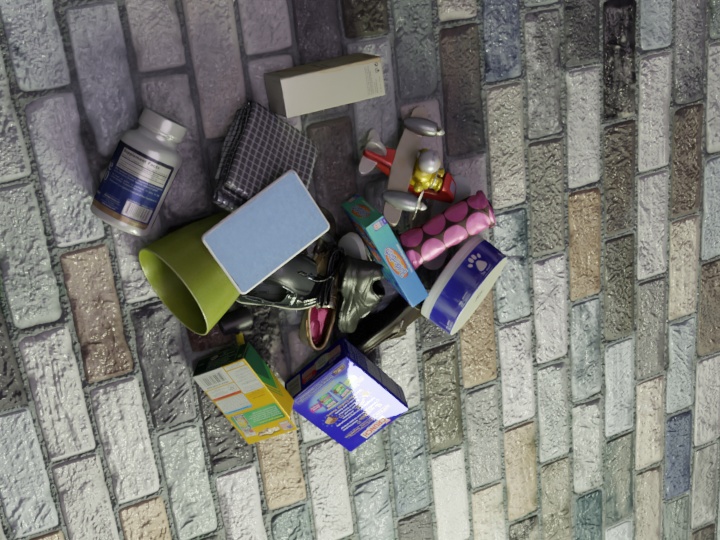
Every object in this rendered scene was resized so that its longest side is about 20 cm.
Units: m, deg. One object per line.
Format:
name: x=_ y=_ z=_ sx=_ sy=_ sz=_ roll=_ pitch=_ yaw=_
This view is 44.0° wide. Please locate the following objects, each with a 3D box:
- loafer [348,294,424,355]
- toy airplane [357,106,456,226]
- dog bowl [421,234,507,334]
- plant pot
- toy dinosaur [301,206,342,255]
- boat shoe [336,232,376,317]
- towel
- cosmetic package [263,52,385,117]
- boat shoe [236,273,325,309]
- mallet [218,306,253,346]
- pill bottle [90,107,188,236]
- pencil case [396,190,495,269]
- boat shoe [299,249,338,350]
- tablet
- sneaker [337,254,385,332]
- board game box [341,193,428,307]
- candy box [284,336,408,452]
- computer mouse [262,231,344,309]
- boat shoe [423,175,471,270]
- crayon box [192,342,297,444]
loafer: x=0.064 y=0.119 z=1.854 sx=0.199 sy=0.073 sz=0.072 roll=-36 pitch=119 yaw=-9
toy airplane: x=0.095 y=-0.205 z=1.719 sx=0.197 sy=0.140 sz=0.203 roll=-23 pitch=93 yaw=-34
dog bowl: x=0.213 y=0.030 z=1.824 sx=0.078 sy=0.200 sz=0.201 roll=36 pitch=90 yaw=13
plant pot: x=-0.265 y=-0.020 z=1.611 sx=0.200 sy=0.186 sz=0.189 roll=-41 pitch=120 yaw=-26
toy dinosaur: x=-0.091 y=-0.084 z=1.710 sx=0.197 sy=0.077 sz=0.104 roll=5 pitch=99 yaw=-29
boat shoe: x=0.000 y=0.000 z=1.780 sx=0.063 sy=0.070 sz=0.202 roll=-37 pitch=139 yaw=-33
towel: x=-0.167 y=-0.182 z=1.593 sx=0.165 sy=0.085 sz=0.203 roll=31 pitch=57 yaw=-32
cosmetic package: x=-0.066 y=-0.340 z=1.625 sx=0.197 sy=0.103 sz=0.074 roll=-17 pitch=112 yaw=-21
boat shoe: x=-0.148 y=0.031 z=1.699 sx=0.196 sy=0.066 sz=0.076 roll=5 pitch=78 yaw=-7
mallet: x=-0.238 y=0.170 z=1.754 sx=0.065 sy=0.041 sz=0.203 roll=-13 pitch=116 yaw=-22
pill bottle: x=-0.375 y=-0.171 z=1.530 sx=0.110 sy=0.111 sz=0.202 roll=23 pitch=96 yaw=-29
pencil case: x=0.171 y=-0.082 z=1.764 sx=0.198 sy=0.094 sz=0.092 roll=-27 pitch=77 yaw=10
boat shoe: x=-0.073 y=0.062 z=1.773 sx=0.073 sy=0.069 sz=0.203 roll=2 pitch=104 yaw=-24
tablet: x=-0.161 y=-0.066 z=1.536 sx=0.199 sy=0.014 sz=0.131 roll=-38 pitch=113 yaw=-9
sneaker: x=0.001 y=0.055 z=1.723 sx=0.089 sy=0.077 sz=0.201 roll=5 pitch=141 yaw=-3
board game box: x=0.047 y=-0.041 z=1.748 sx=0.045 sy=0.152 sz=0.201 roll=-34 pitch=117 yaw=-5
candy box: x=-0.028 y=0.257 z=1.827 sx=0.168 sy=0.077 sz=0.200 roll=-38 pitch=119 yaw=16
computer mouse: x=-0.101 y=-0.020 z=1.641 sx=0.199 sy=0.046 sz=0.142 roll=28 pitch=77 yaw=-41
boat shoe: x=0.178 y=-0.099 z=1.842 sx=0.071 sy=0.068 sz=0.203 roll=18 pitch=97 yaw=9
crayon box: x=-0.219 y=0.242 z=1.741 sx=0.124 sy=0.052 sz=0.201 roll=-20 pitch=120 yaw=23
